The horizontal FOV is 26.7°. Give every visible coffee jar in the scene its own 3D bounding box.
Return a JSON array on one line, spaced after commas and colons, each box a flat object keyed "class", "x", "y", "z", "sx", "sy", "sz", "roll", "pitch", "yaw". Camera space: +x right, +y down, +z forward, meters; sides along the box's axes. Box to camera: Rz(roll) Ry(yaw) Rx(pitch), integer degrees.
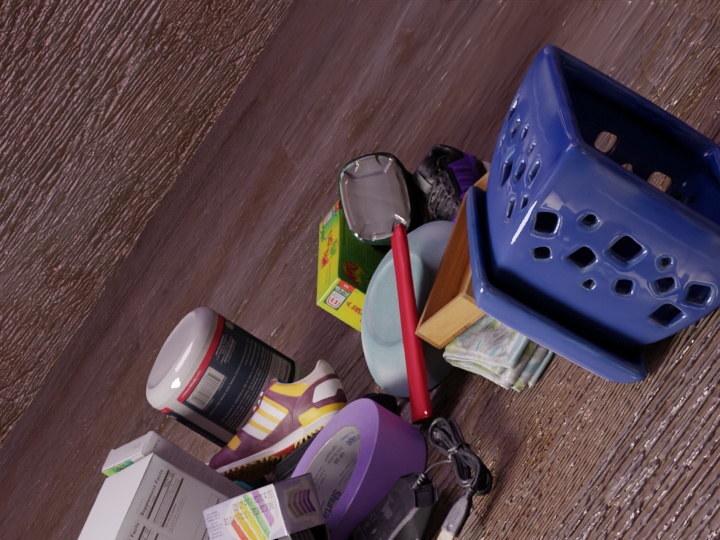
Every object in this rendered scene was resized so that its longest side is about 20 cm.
[{"class": "coffee jar", "x": 0.031, "y": -0.077, "z": 1.830, "sx": 0.084, "sy": 0.106, "sz": 0.200, "roll": -14, "pitch": -7, "yaw": 8}]

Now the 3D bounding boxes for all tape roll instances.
[{"class": "tape roll", "x": -0.015, "y": 0.237, "z": 1.594, "sx": 0.201, "sy": 0.065, "sz": 0.201, "roll": -51, "pitch": 19, "yaw": 24}]

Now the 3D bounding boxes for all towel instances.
[{"class": "towel", "x": 0.164, "y": 0.019, "z": 1.503, "sx": 0.201, "sy": 0.048, "sz": 0.171, "roll": -60, "pitch": 18, "yaw": -6}]

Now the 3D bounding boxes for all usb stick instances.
[{"class": "usb stick", "x": -0.030, "y": 0.194, "z": 1.735, "sx": 0.200, "sy": 0.055, "sz": 0.033, "roll": -42, "pitch": 58, "yaw": 42}]

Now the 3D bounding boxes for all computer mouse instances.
[{"class": "computer mouse", "x": 0.057, "y": 0.245, "z": 1.431, "sx": 0.201, "sy": 0.046, "sz": 0.140, "roll": -54, "pitch": 24, "yaw": 2}]

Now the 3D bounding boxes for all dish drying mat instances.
[{"class": "dish drying mat", "x": 0.054, "y": 0.057, "z": 1.593, "sx": 0.077, "sy": 0.018, "sz": 0.203, "roll": 103, "pitch": 160, "yaw": -79}]

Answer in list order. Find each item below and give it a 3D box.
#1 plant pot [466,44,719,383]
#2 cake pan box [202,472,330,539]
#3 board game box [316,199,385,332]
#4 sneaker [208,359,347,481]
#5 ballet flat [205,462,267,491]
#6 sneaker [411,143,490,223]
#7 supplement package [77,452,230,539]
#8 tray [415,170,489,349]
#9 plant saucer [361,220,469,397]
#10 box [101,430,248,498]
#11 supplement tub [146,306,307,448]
[{"class": "plant pot", "x": 0.196, "y": -0.038, "z": 1.276, "sx": 0.181, "sy": 0.198, "sz": 0.201, "roll": -55, "pitch": 17, "yaw": 27}, {"class": "cake pan box", "x": -0.079, "y": 0.306, "z": 1.500, "sx": 0.200, "sy": 0.052, "sz": 0.187, "roll": -28, "pitch": 77, "yaw": 59}, {"class": "board game box", "x": 0.000, "y": 0.000, "z": 1.897, "sx": 0.048, "sy": 0.101, "sz": 0.201, "roll": -50, "pitch": 19, "yaw": 24}, {"class": "sneaker", "x": -0.102, "y": 0.181, "z": 1.811, "sx": 0.198, "sy": 0.075, "sz": 0.091, "roll": -27, "pitch": 66, "yaw": 17}, {"class": "ballet flat", "x": -0.180, "y": 0.279, "z": 1.971, "sx": 0.200, "sy": 0.068, "sz": 0.069, "roll": -26, "pitch": 36, "yaw": 61}, {"class": "sneaker", "x": 0.101, "y": -0.079, "z": 1.752, "sx": 0.070, "sy": 0.099, "sz": 0.201, "roll": -49, "pitch": 19, "yaw": 29}, {"class": "supplement package", "x": -0.211, "y": 0.335, "z": 1.739, "sx": 0.151, "sy": 0.199, "sz": 0.152, "roll": -31, "pitch": 31, "yaw": 54}, {"class": "tray", "x": 0.122, "y": -0.023, "z": 1.572, "sx": 0.099, "sy": 0.037, "sz": 0.201, "roll": -43, "pitch": 19, "yaw": 51}, {"class": "plant saucer", "x": 0.054, "y": 0.037, "z": 1.676, "sx": 0.200, "sy": 0.038, "sz": 0.204, "roll": -27, "pitch": 54, "yaw": 43}, {"class": "box", "x": -0.202, "y": 0.269, "z": 1.830, "sx": 0.144, "sy": 0.199, "sz": 0.037, "roll": -29, "pitch": 29, "yaw": 58}, {"class": "supplement tub", "x": -0.154, "y": 0.151, "z": 1.897, "sx": 0.141, "sy": 0.199, "sz": 0.141, "roll": -49, "pitch": 19, "yaw": 23}]
